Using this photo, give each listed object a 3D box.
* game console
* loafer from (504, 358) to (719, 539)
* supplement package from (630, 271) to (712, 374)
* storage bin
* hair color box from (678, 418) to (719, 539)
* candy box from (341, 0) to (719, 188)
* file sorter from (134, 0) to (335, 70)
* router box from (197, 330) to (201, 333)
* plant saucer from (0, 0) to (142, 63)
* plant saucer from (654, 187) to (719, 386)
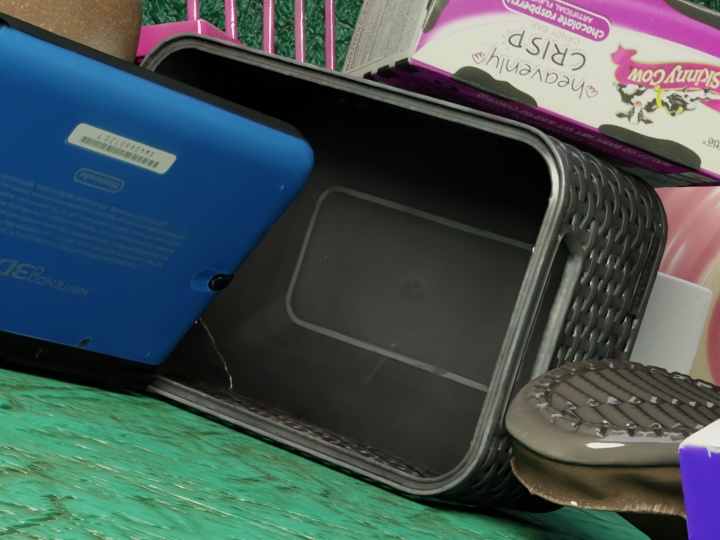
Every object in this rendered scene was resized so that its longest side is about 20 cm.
[{"bbox_3d":[-0.147,-0.032,0.773,0.200,0.171,0.118,17,28,-54],"label":"game console"},{"bbox_3d":[0.132,0.082,0.803,0.199,0.071,0.073,10,16,-34],"label":"loafer"},{"bbox_3d":[0.064,0.033,1.105,0.113,0.110,0.200,17,1,-24],"label":"supplement package"},{"bbox_3d":[0.000,0.000,0.856,0.199,0.136,0.094,18,1,32],"label":"storage bin"},{"bbox_3d":[0.203,0.055,0.716,0.109,0.065,0.200,2,15,41],"label":"hair color box"},{"bbox_3d":[0.073,-0.081,0.896,0.136,0.061,0.200,19,0,-8],"label":"candy box"},{"bbox_3d":[-0.102,-0.131,1.017,0.138,0.126,0.200,-5,-9,16],"label":"file sorter"},{"bbox_3d":[-0.135,0.000,1.068,0.179,0.049,0.200,18,0,2],"label":"router box"},{"bbox_3d":[-0.170,-0.052,0.841,0.199,0.035,0.200,-23,-14,-6],"label":"plant saucer"},{"bbox_3d":[0.226,0.015,1.140,0.200,0.201,0.051,18,22,-23],"label":"plant saucer"}]
